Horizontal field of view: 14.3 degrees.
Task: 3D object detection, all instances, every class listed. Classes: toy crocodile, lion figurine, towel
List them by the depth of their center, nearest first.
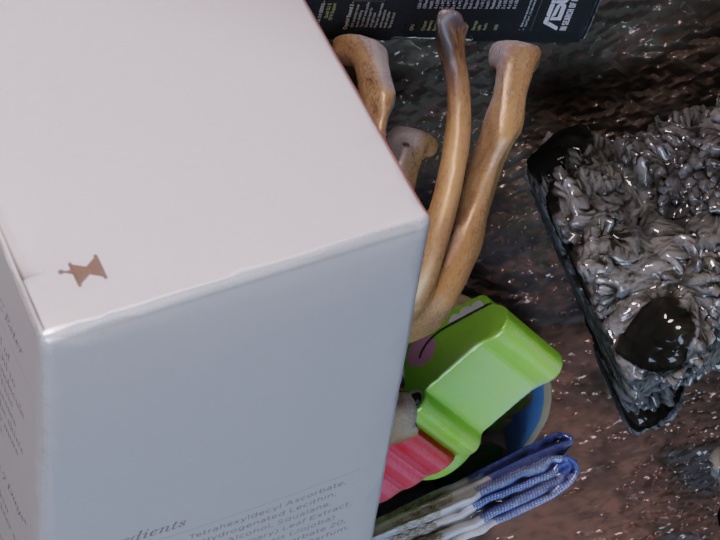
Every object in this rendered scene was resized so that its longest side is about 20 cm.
[{"bbox_3d":[0.000,0.000,0.891,0.072,0.123,0.200,13,165,-4],"label":"lion figurine"},{"bbox_3d":[-0.020,0.066,1.020,0.200,0.062,0.068,-25,136,21],"label":"toy crocodile"},{"bbox_3d":[-0.016,0.122,1.092,0.200,0.024,0.147,-25,171,-14],"label":"towel"}]

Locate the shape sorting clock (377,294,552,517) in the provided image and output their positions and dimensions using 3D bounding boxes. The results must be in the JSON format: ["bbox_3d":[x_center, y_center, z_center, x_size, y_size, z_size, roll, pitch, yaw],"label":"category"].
[{"bbox_3d":[-0.026,0.060,1.093,0.200,0.039,0.200,-7,144,-5],"label":"shape sorting clock"}]

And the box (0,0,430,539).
[{"bbox_3d":[-0.068,0.005,0.813,0.106,0.152,0.200,-17,148,-19],"label":"box"}]

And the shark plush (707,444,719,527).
[{"bbox_3d":[0.178,0.072,1.030,0.083,0.200,0.091,44,120,2],"label":"shark plush"}]

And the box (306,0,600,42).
[{"bbox_3d":[0.011,-0.145,0.811,0.160,0.044,0.200,-1,144,-14],"label":"box"}]

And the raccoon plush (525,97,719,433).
[{"bbox_3d":[0.136,-0.020,1.000,0.134,0.097,0.200,-25,170,1],"label":"raccoon plush"}]
